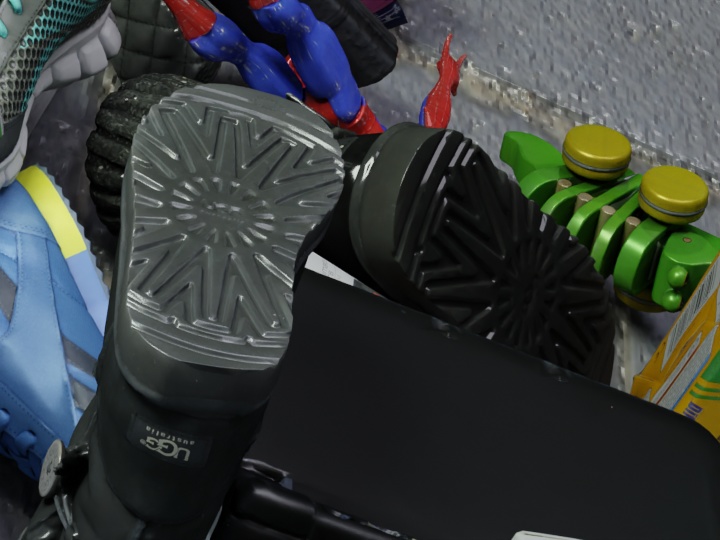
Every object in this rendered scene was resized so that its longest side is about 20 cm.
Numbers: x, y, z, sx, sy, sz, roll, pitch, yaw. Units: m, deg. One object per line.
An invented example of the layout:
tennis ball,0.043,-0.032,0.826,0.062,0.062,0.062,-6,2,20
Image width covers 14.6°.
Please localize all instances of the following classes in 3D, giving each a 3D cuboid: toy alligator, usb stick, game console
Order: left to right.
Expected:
usb stick,-0.048,-0.130,1.181,0.200,0.055,0.033,42,49,-52
game console,0.027,0.117,0.948,0.199,0.177,0.116,21,6,-18
toy alligator,0.129,-0.006,1.210,0.199,0.060,0.054,32,39,27

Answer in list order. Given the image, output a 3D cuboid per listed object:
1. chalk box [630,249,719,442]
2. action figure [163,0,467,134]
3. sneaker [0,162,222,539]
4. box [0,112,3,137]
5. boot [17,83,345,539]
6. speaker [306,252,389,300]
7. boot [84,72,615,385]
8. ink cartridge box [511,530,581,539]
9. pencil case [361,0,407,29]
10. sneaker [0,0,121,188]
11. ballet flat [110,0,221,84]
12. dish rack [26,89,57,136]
chalk box,0.214,0.082,1.132,0.199,0.125,0.124,29,34,-2
action figure,-0.017,-0.091,1.167,0.200,0.065,0.099,53,29,-34
sneaker,-0.109,0.051,0.984,0.078,0.066,0.201,-20,60,-24
box,-0.236,-0.075,0.820,0.199,0.097,0.176,-27,49,-26
boot,-0.069,0.061,0.872,0.065,0.201,0.165,18,33,-1
speaker,0.026,0.067,1.023,0.199,0.081,0.081,33,33,-10
boot,0.001,-0.002,1.109,0.157,0.211,0.080,9,61,36
ink cartridge box,0.050,0.193,0.794,0.083,0.201,0.147,12,38,-26
pencil case,-0.038,-0.205,1.332,0.093,0.091,0.201,-26,59,-9
sneaker,-0.137,-0.098,1.022,0.077,0.092,0.200,18,30,4
ballet flat,-0.136,-0.140,1.205,0.200,0.057,0.066,42,0,24
dish rack,-0.216,-0.109,1.110,0.199,0.044,0.172,28,35,-4
